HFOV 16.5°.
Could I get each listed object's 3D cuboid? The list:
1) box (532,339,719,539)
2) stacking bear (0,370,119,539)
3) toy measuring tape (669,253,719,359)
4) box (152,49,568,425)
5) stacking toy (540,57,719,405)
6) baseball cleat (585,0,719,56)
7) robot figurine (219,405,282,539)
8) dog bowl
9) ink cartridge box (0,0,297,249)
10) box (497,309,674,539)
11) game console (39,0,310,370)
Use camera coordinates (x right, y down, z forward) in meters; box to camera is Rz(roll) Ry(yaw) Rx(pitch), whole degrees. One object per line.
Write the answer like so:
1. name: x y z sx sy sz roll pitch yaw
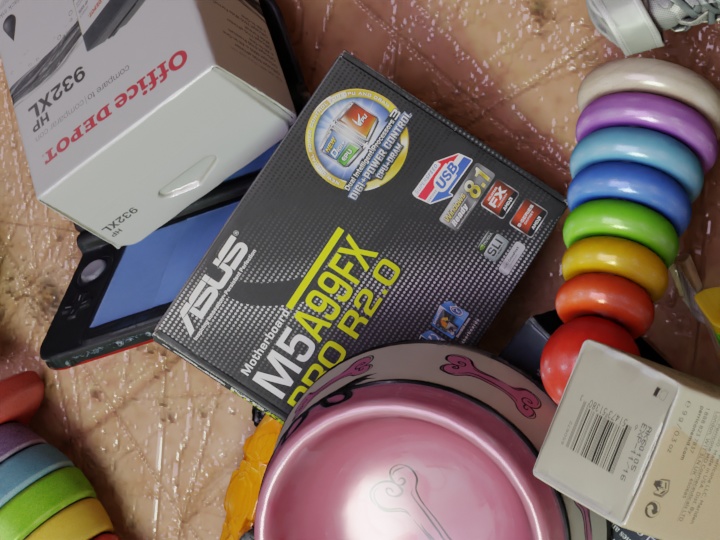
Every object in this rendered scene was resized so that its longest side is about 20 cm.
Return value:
1. box: 0.200 0.108 1.273 0.095 0.200 0.078 27 96 61
2. stacking bear: -0.204 0.182 1.617 0.200 0.114 0.121 46 115 13
3. toy measuring tape: 0.217 0.019 1.329 0.074 0.200 0.074 -1 106 -4
4. box: 0.000 0.000 1.433 0.160 0.044 0.200 34 82 -1
5. stacking toy: 0.143 -0.013 1.352 0.085 0.085 0.200 -2 59 30
6. baseball cleat: 0.196 -0.150 1.357 0.200 0.070 0.106 26 76 34
7. robot figurine: -0.029 0.123 1.521 0.145 0.058 0.200 35 114 49
8. dog bowl: 0.031 0.142 1.347 0.200 0.074 0.200 4 102 17
9. ink cartridge box: -0.138 -0.139 1.503 0.145 0.084 0.200 -35 52 21
10. box: 0.113 0.141 1.426 0.148 0.107 0.200 45 114 18
11. game console: -0.126 -0.053 1.535 0.200 0.172 0.119 -18 124 31
